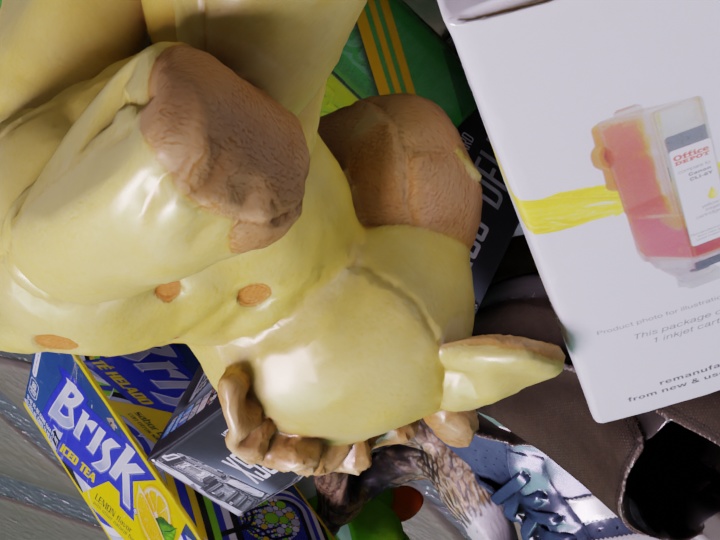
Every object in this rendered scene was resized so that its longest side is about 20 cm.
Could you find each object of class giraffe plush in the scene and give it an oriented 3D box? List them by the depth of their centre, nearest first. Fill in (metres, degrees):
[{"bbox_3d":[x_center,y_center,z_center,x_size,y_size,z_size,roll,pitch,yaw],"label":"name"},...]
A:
[{"bbox_3d":[-0.026,-0.013,0.582,0.162,0.201,0.172,28,-175,-30],"label":"giraffe plush"}]

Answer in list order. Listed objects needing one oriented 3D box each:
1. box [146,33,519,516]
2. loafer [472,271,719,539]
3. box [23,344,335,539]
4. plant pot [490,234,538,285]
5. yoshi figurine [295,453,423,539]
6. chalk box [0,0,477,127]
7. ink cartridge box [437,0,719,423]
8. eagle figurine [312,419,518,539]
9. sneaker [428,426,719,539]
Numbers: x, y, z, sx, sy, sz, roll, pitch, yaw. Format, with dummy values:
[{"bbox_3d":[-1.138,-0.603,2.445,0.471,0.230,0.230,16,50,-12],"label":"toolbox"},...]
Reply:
[{"bbox_3d":[0.000,0.000,0.794,0.050,0.158,0.200,32,153,-11],"label":"box"},{"bbox_3d":[0.094,0.050,0.684,0.199,0.072,0.073,3,144,47],"label":"loafer"},{"bbox_3d":[-0.089,0.099,0.981,0.200,0.064,0.070,50,137,35],"label":"box"},{"bbox_3d":[0.138,0.029,0.799,0.200,0.093,0.201,25,156,12],"label":"plant pot"},{"bbox_3d":[-0.052,0.104,1.064,0.112,0.112,0.200,15,-158,-41],"label":"yoshi figurine"},{"bbox_3d":[-0.077,-0.097,0.694,0.200,0.125,0.124,40,-173,-28],"label":"chalk box"},{"bbox_3d":[0.069,-0.072,0.572,0.083,0.146,0.200,-17,145,6],"label":"ink cartridge box"},{"bbox_3d":[0.072,0.080,0.959,0.152,0.199,0.152,-125,24,-75],"label":"eagle figurine"},{"bbox_3d":[0.098,0.122,0.802,0.200,0.085,0.075,36,159,3],"label":"sneaker"}]
